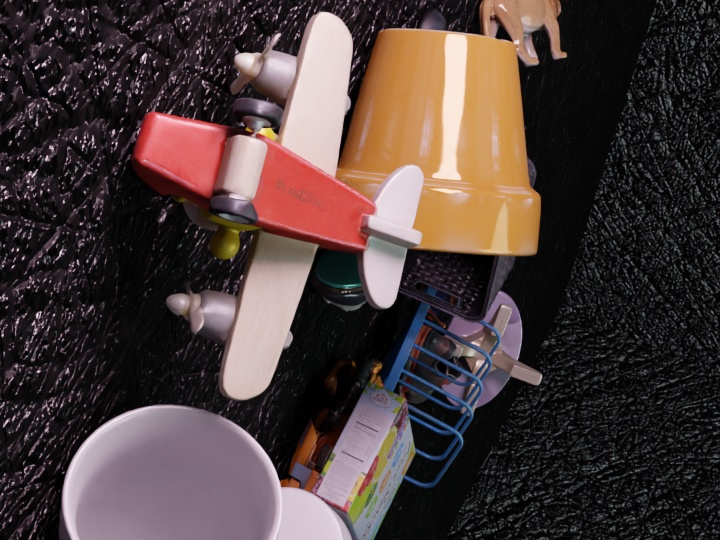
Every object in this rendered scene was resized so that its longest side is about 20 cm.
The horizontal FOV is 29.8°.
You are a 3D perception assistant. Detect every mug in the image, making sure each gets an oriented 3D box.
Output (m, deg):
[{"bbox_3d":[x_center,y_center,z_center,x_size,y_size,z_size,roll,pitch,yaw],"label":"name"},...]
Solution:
[{"bbox_3d":[-0.115,0.214,0.949,0.176,0.198,0.148,107,8,-48],"label":"mug"}]

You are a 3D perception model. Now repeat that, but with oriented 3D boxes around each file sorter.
[{"bbox_3d":[0.085,0.153,1.727,0.139,0.122,0.201,-61,-178,45],"label":"file sorter"}]

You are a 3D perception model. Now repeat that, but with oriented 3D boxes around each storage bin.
[{"bbox_3d":[0.111,-0.053,1.554,0.094,0.134,0.201,-56,163,-38],"label":"storage bin"}]

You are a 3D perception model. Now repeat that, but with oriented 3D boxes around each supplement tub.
[{"bbox_3d":[-0.073,0.316,1.413,0.141,0.139,0.200,-62,166,-22],"label":"supplement tub"}]

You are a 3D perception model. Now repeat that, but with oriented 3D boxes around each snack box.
[{"bbox_3d":[0.007,0.227,1.524,0.143,0.053,0.200,-61,164,-20],"label":"snack box"}]

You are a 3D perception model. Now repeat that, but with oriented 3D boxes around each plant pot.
[{"bbox_3d":[0.068,-0.116,1.208,0.200,0.198,0.186,-12,107,-74],"label":"plant pot"}]

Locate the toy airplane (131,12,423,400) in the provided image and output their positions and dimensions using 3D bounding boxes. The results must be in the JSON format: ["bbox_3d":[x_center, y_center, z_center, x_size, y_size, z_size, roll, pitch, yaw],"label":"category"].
[{"bbox_3d":[-0.055,-0.046,0.891,0.200,0.140,0.201,-39,120,-37],"label":"toy airplane"}]

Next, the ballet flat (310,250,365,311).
[{"bbox_3d":[0.000,0.000,1.351,0.200,0.072,0.074,-51,159,-57],"label":"ballet flat"}]

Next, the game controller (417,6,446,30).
[{"bbox_3d":[0.069,-0.191,1.399,0.200,0.042,0.105,63,36,-74],"label":"game controller"}]

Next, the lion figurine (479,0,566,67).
[{"bbox_3d":[0.183,-0.299,1.579,0.200,0.072,0.124,-26,104,-62],"label":"lion figurine"}]

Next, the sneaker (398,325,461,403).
[{"bbox_3d":[0.108,0.154,2.001,0.078,0.081,0.201,-61,165,-24],"label":"sneaker"}]

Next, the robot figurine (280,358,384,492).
[{"bbox_3d":[-0.033,0.188,1.547,0.201,0.058,0.145,-64,167,-13],"label":"robot figurine"}]

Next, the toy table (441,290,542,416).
[{"bbox_3d":[0.197,0.137,2.170,0.117,0.182,0.202,-86,-175,-81],"label":"toy table"}]

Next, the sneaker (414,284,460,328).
[{"bbox_3d":[0.130,-0.021,1.861,0.201,0.075,0.078,-64,178,20],"label":"sneaker"}]
